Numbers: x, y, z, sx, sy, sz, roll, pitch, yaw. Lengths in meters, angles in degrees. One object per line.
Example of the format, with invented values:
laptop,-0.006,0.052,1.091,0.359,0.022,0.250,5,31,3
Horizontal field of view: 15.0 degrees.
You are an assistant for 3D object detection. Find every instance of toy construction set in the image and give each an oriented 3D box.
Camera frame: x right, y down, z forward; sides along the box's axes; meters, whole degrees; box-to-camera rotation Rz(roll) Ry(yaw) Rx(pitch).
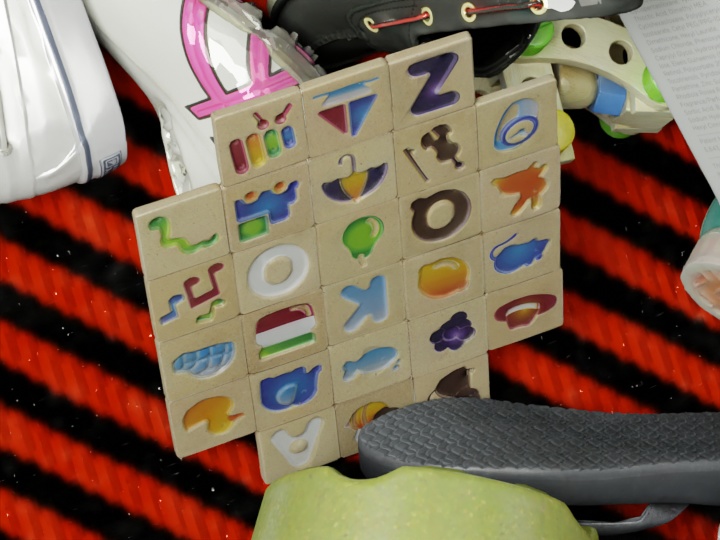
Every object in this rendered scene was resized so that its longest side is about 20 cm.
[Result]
toy construction set,0.091,-0.136,1.111,0.130,0.092,0.201,0,93,-11

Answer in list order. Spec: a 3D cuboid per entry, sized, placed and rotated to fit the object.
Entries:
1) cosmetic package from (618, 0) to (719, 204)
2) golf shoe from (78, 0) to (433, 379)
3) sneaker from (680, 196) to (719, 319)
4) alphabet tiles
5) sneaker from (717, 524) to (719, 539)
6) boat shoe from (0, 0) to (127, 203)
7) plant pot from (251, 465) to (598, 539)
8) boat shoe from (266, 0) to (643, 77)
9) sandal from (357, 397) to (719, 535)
cosmetic package,0.156,-0.117,1.055,0.102,0.074,0.201,-41,110,-31
golf shoe,-0.044,-0.045,1.073,0.200,0.073,0.092,42,79,-5
sneaker,0.235,0.004,1.106,0.199,0.071,0.080,21,67,15
alphabet tiles,0.000,0.000,1.034,0.166,0.201,0.006,-19,47,-13
sneaker,0.160,0.138,1.020,0.075,0.081,0.201,13,74,11
boat shoe,-0.154,-0.124,1.058,0.065,0.074,0.201,-22,87,-17
plant pot,0.016,0.177,1.013,0.199,0.200,0.185,12,69,-11
boat shoe,0.030,-0.102,1.034,0.073,0.201,0.063,-14,90,-35
sandal,0.096,0.085,1.086,0.199,0.076,0.043,3,108,-16
